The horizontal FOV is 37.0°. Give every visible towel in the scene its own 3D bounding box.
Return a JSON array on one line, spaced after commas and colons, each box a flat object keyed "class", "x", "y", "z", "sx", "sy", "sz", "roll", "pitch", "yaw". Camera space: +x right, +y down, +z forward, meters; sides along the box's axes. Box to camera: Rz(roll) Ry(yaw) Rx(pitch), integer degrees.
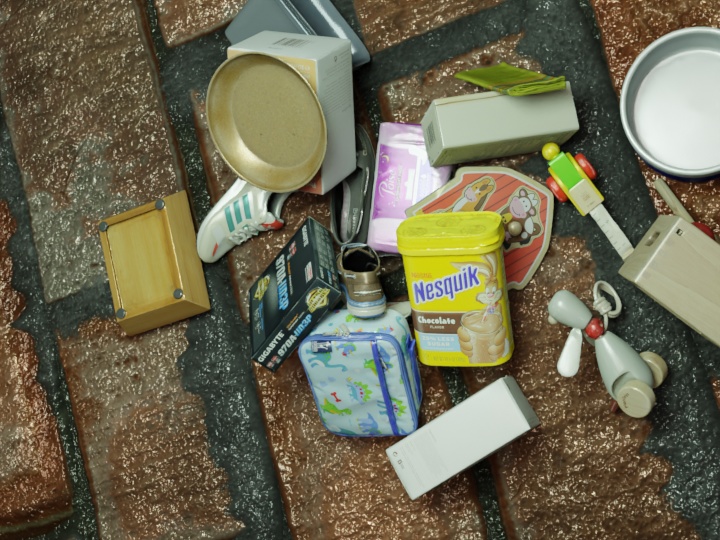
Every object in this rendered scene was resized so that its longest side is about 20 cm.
[{"class": "towel", "x": 0.206, "y": -0.269, "z": 1.504, "sx": 0.085, "sy": 0.200, "sz": 0.018, "roll": -10, "pitch": 109, "yaw": -15}]

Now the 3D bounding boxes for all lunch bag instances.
[{"class": "lunch bag", "x": 0.006, "y": 0.148, "z": 1.545, "sx": 0.158, "sy": 0.083, "sz": 0.202, "roll": -1, "pitch": 127, "yaw": 15}]

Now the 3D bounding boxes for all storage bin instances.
[{"class": "storage bin", "x": -0.102, "y": -0.353, "z": 1.648, "sx": 0.134, "sy": 0.145, "sz": 0.201, "roll": -38, "pitch": 91, "yaw": 29}]

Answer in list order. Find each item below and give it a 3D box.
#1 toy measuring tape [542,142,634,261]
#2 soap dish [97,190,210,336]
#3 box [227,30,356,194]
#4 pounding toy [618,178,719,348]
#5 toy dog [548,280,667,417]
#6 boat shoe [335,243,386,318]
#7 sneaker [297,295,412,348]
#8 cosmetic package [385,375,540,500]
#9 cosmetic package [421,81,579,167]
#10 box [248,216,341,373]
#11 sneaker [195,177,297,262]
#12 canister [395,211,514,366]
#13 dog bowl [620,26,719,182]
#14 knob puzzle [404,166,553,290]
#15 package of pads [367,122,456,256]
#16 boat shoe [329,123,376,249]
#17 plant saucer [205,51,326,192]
[{"class": "toy measuring tape", "x": 0.324, "y": -0.102, "z": 1.533, "sx": 0.073, "sy": 0.074, "sz": 0.201, "roll": -38, "pitch": 98, "yaw": 12}, {"class": "soap dish", "x": -0.335, "y": -0.013, "z": 1.726, "sx": 0.155, "sy": 0.081, "sz": 0.203, "roll": -17, "pitch": 79, "yaw": 17}, {"class": "box", "x": -0.097, "y": -0.231, "z": 1.562, "sx": 0.150, "sy": 0.106, "sz": 0.203, "roll": 11, "pitch": 119, "yaw": 25}, {"class": "pounding toy", "x": 0.440, "y": -0.013, "z": 1.426, "sx": 0.183, "sy": 0.200, "sz": 0.143, "roll": 37, "pitch": 97, "yaw": 3}, {"class": "toy dog", "x": 0.331, "y": 0.123, "z": 1.485, "sx": 0.201, "sy": 0.131, "sz": 0.097, "roll": 59, "pitch": 135, "yaw": 21}, {"class": "boat shoe", "x": 0.000, "y": 0.000, "z": 1.543, "sx": 0.071, "sy": 0.200, "sz": 0.073, "roll": -5, "pitch": 110, "yaw": -13}, {"class": "sneaker", "x": -0.016, "y": 0.056, "z": 1.609, "sx": 0.197, "sy": 0.070, "sz": 0.095, "roll": -14, "pitch": 85, "yaw": 20}, {"class": "cosmetic package", "x": 0.147, "y": 0.235, "z": 1.531, "sx": 0.199, "sy": 0.107, "sz": 0.086, "roll": -33, "pitch": 77, "yaw": 15}, {"class": "cosmetic package", "x": 0.194, "y": -0.204, "z": 1.512, "sx": 0.197, "sy": 0.104, "sz": 0.074, "roll": -10, "pitch": 82, "yaw": -10}, {"class": "box", "x": -0.100, "y": 0.032, "z": 1.567, "sx": 0.046, "sy": 0.201, "sz": 0.159, "roll": 33, "pitch": 110, "yaw": -21}, {"class": "sneaker", "x": -0.175, "y": -0.081, "z": 1.682, "sx": 0.093, "sy": 0.070, "sz": 0.201, "roll": 40, "pitch": 96, "yaw": 23}, {"class": "canister", "x": 0.136, "y": 0.028, "z": 1.498, "sx": 0.146, "sy": 0.087, "sz": 0.203, "roll": -2, "pitch": 115, "yaw": 20}, {"class": "dog bowl", "x": 0.460, "y": -0.224, "z": 1.476, "sx": 0.197, "sy": 0.079, "sz": 0.203, "roll": -2, "pitch": 85, "yaw": 19}, {"class": "knob puzzle", "x": 0.190, "y": -0.059, "z": 1.536, "sx": 0.216, "sy": 0.030, "sz": 0.223, "roll": -1, "pitch": 100, "yaw": -6}, {"class": "package of pads", "x": 0.077, "y": -0.114, "z": 1.597, "sx": 0.119, "sy": 0.076, "sz": 0.203, "roll": 6, "pitch": 88, "yaw": 14}, {"class": "boat shoe", "x": -0.014, "y": -0.129, "z": 1.639, "sx": 0.066, "sy": 0.057, "sz": 0.203, "roll": -2, "pitch": 85, "yaw": 19}, {"class": "plant saucer", "x": -0.125, "y": -0.209, "z": 1.499, "sx": 0.198, "sy": 0.035, "sz": 0.203, "roll": 14, "pitch": 120, "yaw": 25}]
